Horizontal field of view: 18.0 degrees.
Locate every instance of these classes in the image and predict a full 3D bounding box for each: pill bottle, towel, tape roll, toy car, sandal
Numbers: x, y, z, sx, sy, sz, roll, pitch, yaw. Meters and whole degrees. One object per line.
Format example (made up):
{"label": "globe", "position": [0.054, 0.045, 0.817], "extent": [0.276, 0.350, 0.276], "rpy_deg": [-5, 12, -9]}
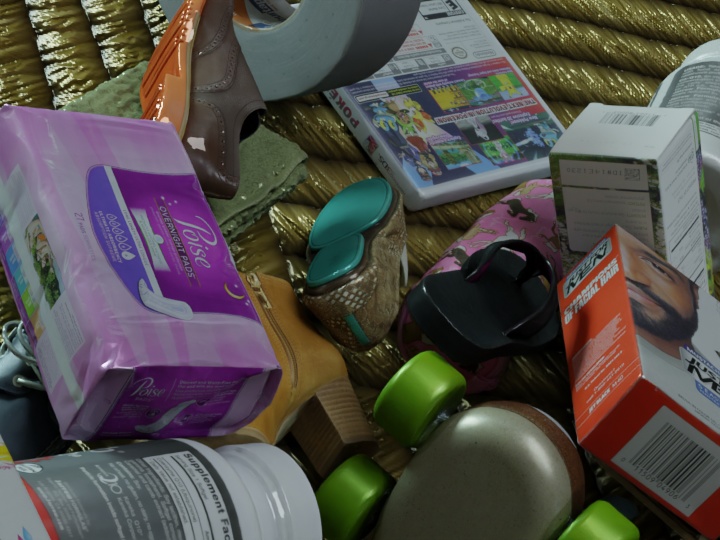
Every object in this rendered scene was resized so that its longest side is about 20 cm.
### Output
{"label": "pill bottle", "position": [0.267, -0.092, 1.743], "extent": [0.114, 0.114, 0.200], "rpy_deg": [38, 39, -3]}
{"label": "towel", "position": [-0.131, -0.062, 1.437], "extent": [0.148, 0.037, 0.200], "rpy_deg": [32, 36, 10]}
{"label": "tape roll", "position": [-0.052, -0.218, 1.542], "extent": [0.066, 0.200, 0.201], "rpy_deg": [-18, 65, -48]}
{"label": "toy car", "position": [0.097, 0.137, 1.378], "extent": [0.164, 0.158, 0.200], "rpy_deg": [41, 25, 17]}
{"label": "pill bottle", "position": [-0.124, 0.150, 1.193], "extent": [0.200, 0.116, 0.116], "rpy_deg": [-5, 56, -43]}
{"label": "sandal", "position": [0.090, 0.015, 1.391], "extent": [0.075, 0.048, 0.200], "rpy_deg": [47, 19, 7]}

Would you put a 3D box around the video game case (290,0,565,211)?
{"label": "video game case", "position": [0.054, -0.133, 1.693], "extent": [0.200, 0.023, 0.182], "rpy_deg": [-15, 63, -48]}

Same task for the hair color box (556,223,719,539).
{"label": "hair color box", "position": [0.186, 0.064, 1.403], "extent": [0.111, 0.064, 0.200], "rpy_deg": [35, 21, -16]}

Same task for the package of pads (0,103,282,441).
{"label": "package of pads", "position": [-0.132, 0.000, 1.265], "extent": [0.120, 0.076, 0.200], "rpy_deg": [2, 48, -36]}

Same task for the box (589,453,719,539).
{"label": "box", "position": [0.252, 0.143, 1.454], "extent": [0.163, 0.021, 0.200], "rpy_deg": [39, 26, 20]}

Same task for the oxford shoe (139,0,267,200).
{"label": "oxford shoe", "position": [-0.098, -0.114, 1.445], "extent": [0.073, 0.071, 0.200], "rpy_deg": [24, 42, -15]}

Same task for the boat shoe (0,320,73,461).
{"label": "boat shoe", "position": [-0.174, 0.060, 1.281], "extent": [0.075, 0.062, 0.200], "rpy_deg": [37, 38, -2]}

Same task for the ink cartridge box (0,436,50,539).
{"label": "ink cartridge box", "position": [-0.245, 0.148, 1.068], "extent": [0.146, 0.146, 0.200], "rpy_deg": [-6, 57, -43]}

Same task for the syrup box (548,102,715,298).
{"label": "syrup box", "position": [0.188, -0.005, 1.538], "extent": [0.078, 0.201, 0.081], "rpy_deg": [5, 31, 28]}

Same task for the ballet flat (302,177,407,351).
{"label": "ballet flat", "position": [0.000, 0.000, 1.479], "extent": [0.065, 0.070, 0.200], "rpy_deg": [63, 17, -16]}

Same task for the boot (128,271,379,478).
{"label": "boot", "position": [-0.091, 0.064, 1.354], "extent": [0.201, 0.071, 0.144], "rpy_deg": [-2, 49, -45]}

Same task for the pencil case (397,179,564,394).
{"label": "pencil case", "position": [0.098, 0.010, 1.543], "extent": [0.086, 0.083, 0.200], "rpy_deg": [22, 33, 20]}
